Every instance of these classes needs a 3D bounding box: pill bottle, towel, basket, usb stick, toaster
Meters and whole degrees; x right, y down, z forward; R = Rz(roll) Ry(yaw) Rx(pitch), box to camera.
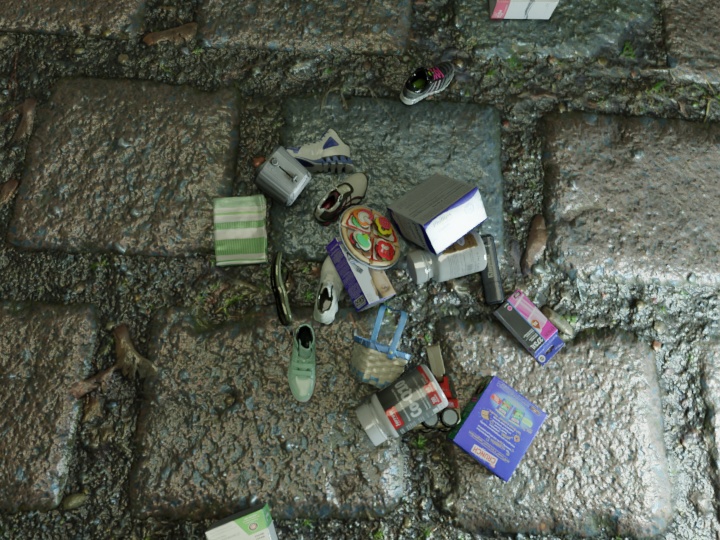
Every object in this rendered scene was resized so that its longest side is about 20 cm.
[{"bbox_3d":[0.096,0.320,1.220,0.199,0.114,0.114,-32,79,-3],"label":"pill bottle"},{"bbox_3d":[-0.337,-0.114,1.451,0.151,0.023,0.202,-5,77,-3],"label":"towel"},{"bbox_3d":[0.233,-0.032,1.411,0.198,0.114,0.115,-15,77,-6],"label":"pill bottle"},{"bbox_3d":[0.055,0.191,1.324,0.138,0.176,0.202,15,89,-14],"label":"basket"},{"bbox_3d":[0.362,-0.003,1.447,0.055,0.033,0.202,-13,74,25],"label":"usb stick"},{"bbox_3d":[-0.218,-0.253,1.419,0.129,0.200,0.114,39,78,-11],"label":"toaster"}]

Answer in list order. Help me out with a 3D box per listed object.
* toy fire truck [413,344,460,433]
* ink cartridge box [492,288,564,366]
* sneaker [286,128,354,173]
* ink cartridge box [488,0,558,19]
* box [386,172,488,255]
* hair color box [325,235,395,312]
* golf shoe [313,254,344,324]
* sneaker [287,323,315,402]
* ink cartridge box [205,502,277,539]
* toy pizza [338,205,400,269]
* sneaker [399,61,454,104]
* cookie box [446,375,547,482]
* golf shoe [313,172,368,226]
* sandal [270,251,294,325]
[{"bbox_3d":[0.161,0.307,1.330,0.174,0.129,0.202,-2,65,-3],"label":"toy fire truck"},{"bbox_3d":[0.467,0.156,1.418,0.095,0.037,0.200,-40,83,-11],"label":"ink cartridge box"},{"bbox_3d":[-0.116,-0.350,1.498,0.197,0.081,0.116,4,72,-9],"label":"sneaker"},{"bbox_3d":[0.519,-0.894,1.655,0.198,0.083,0.148,1,76,-2],"label":"ink cartridge box"},{"bbox_3d":[0.204,-0.157,1.392,0.183,0.200,0.105,-35,121,-10],"label":"box"},{"bbox_3d":[0.000,0.000,1.395,0.109,0.065,0.201,-17,76,-43],"label":"hair color box"},{"bbox_3d":[-0.079,0.041,1.388,0.077,0.097,0.202,8,74,1],"label":"golf shoe"},{"bbox_3d":[-0.152,0.235,1.325,0.073,0.118,0.203,1,77,-4],"label":"sneaker"},{"bbox_3d":[-0.266,0.684,1.224,0.144,0.088,0.202,-18,79,-8],"label":"ink cartridge box"},{"bbox_3d":[0.032,-0.097,1.410,0.199,0.032,0.202,17,55,-26],"label":"toy pizza"},{"bbox_3d":[0.209,-0.581,1.560,0.199,0.088,0.074,-32,79,-10],"label":"sneaker"},{"bbox_3d":[0.349,0.403,1.329,0.171,0.075,0.201,36,77,6],"label":"cookie box"},{"bbox_3d":[-0.049,-0.210,1.457,0.077,0.088,0.200,41,76,9],"label":"golf shoe"},{"bbox_3d":[-0.205,0.048,1.398,0.057,0.080,0.203,-9,83,-22],"label":"sandal"}]
